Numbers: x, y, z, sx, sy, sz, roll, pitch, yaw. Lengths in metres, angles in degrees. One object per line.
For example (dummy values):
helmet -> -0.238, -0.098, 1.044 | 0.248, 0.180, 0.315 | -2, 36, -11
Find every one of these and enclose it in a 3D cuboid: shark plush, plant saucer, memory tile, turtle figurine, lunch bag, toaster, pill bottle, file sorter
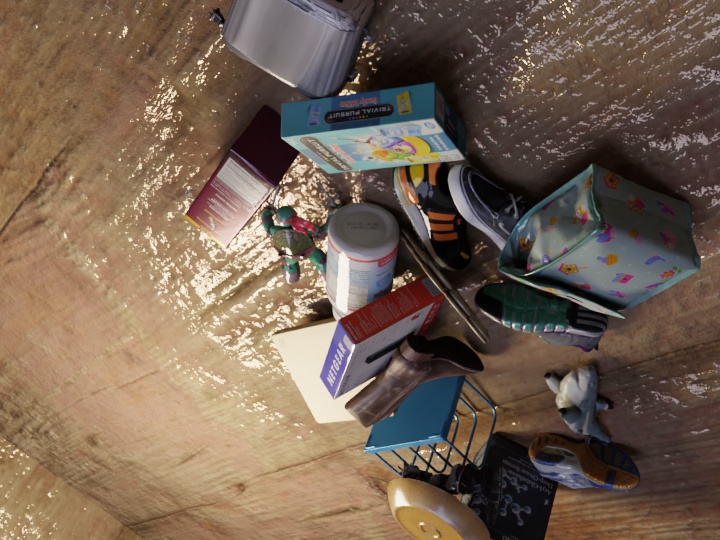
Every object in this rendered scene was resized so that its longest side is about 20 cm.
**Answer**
shark plush -> 0.378, 0.236, 1.320 | 0.082, 0.091, 0.201 | -27, 115, 12
plant saucer -> 0.126, 0.436, 1.393 | 0.198, 0.036, 0.202 | 24, 145, 18
memory tile -> 0.119, 0.017, 1.164 | 0.017, 0.200, 0.154 | -39, 112, 6
turtle figurine -> -0.099, -0.059, 1.267 | 0.147, 0.102, 0.202 | 12, 144, 19
lunch bag -> 0.291, -0.020, 1.015 | 0.168, 0.124, 0.200 | 18, 145, -22
toaster -> -0.077, -0.308, 0.963 | 0.198, 0.114, 0.130 | 30, 138, -4
pill bottle -> 0.000, 0.000, 1.254 | 0.107, 0.110, 0.202 | 19, 141, 12
file sorter -> 0.130, 0.291, 1.472 | 0.198, 0.140, 0.123 | -21, 124, 44

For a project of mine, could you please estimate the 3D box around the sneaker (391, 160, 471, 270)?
sneaker -> 0.124, -0.079, 1.125 | 0.089, 0.071, 0.201 | -16, 127, 30

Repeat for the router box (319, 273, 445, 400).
router box -> 0.032, 0.108, 1.289 | 0.049, 0.178, 0.201 | 53, 152, 21

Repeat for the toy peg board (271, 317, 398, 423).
toy peg board -> -0.030, 0.165, 1.487 | 0.198, 0.098, 0.202 | -14, 109, 40

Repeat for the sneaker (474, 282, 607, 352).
sneaker -> 0.266, 0.082, 1.212 | 0.197, 0.075, 0.088 | 14, 144, 17

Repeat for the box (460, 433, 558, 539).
box -> 0.267, 0.436, 1.494 | 0.146, 0.202, 0.108 | 25, 142, 3

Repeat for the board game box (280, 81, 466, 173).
board game box -> 0.020, -0.174, 1.015 | 0.196, 0.048, 0.151 | -3, 168, 22

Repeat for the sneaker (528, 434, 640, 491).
sneaker -> 0.400, 0.351, 1.429 | 0.197, 0.076, 0.089 | 12, 143, 36

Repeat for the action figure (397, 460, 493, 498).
action figure -> 0.138, 0.376, 1.407 | 0.129, 0.070, 0.199 | 30, 147, -21

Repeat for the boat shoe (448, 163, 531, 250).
boat shoe -> 0.198, -0.074, 1.081 | 0.067, 0.072, 0.200 | -19, 124, 45

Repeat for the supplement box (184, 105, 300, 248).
supplement box -> -0.175, -0.136, 1.211 | 0.085, 0.111, 0.200 | 37, 140, -10

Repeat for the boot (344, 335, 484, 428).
boot -> 0.089, 0.196, 1.363 | 0.184, 0.065, 0.201 | 16, 125, -32
